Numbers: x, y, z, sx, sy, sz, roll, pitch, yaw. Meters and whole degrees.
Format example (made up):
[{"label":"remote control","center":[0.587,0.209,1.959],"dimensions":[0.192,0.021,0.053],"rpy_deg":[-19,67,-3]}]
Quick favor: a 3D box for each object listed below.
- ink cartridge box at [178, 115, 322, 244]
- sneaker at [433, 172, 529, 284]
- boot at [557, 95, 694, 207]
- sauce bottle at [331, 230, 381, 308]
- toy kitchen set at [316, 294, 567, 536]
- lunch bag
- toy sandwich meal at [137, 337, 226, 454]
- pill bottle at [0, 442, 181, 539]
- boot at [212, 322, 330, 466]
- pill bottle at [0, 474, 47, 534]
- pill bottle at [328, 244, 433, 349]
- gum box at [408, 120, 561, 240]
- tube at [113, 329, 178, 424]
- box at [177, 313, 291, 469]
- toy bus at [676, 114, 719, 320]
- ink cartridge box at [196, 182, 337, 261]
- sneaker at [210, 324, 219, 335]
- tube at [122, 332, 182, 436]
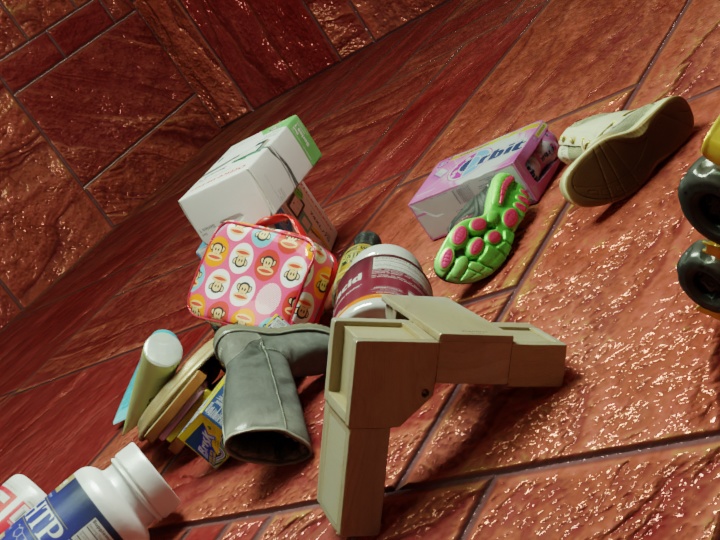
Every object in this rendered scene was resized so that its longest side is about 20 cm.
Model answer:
[{"label":"ink cartridge box","center":[-0.166,-0.139,1.672],"dimensions":[0.145,0.085,0.200],"rpy_deg":[-22,20,30]},{"label":"sneaker","center":[0.145,-0.040,1.348],"dimensions":[0.084,0.077,0.200],"rpy_deg":[-43,3,47]},{"label":"boot","center":[0.282,-0.136,1.313],"dimensions":[0.199,0.072,0.154],"rpy_deg":[-36,16,-21]},{"label":"sauce bottle","center":[0.000,0.000,1.506],"dimensions":[0.066,0.066,0.200],"rpy_deg":[-30,19,16]},{"label":"toy kitchen set","center":[0.059,0.127,1.031],"dimensions":[0.198,0.182,0.163],"rpy_deg":[2,11,-17]},{"label":"lunch bag","center":[-0.134,0.006,1.516],"dimensions":[0.199,0.082,0.178],"rpy_deg":[16,83,36]},{"label":"toy sandwich meal","center":[-0.217,0.170,1.461],"dimensions":[0.205,0.070,0.205],"rpy_deg":[-49,-3,-4]},{"label":"pill bottle","center":[-0.304,0.290,1.216],"dimensions":[0.200,0.120,0.120],"rpy_deg":[-40,17,-15]},{"label":"boot","center":[-0.081,0.138,1.249],"dimensions":[0.180,0.073,0.200],"rpy_deg":[-1,25,-18]},{"label":"pill bottle","center":[-0.462,0.358,1.352],"dimensions":[0.200,0.113,0.112],"rpy_deg":[-44,18,-27]},{"label":"pill bottle","center":[0.026,0.049,1.234],"dimensions":[0.114,0.115,0.200],"rpy_deg":[-31,17,14]},{"label":"gum box","center":[0.175,-0.124,1.496],"dimensions":[0.199,0.066,0.114],"rpy_deg":[-19,24,43]},{"label":"tube","center":[-0.338,0.169,1.755],"dimensions":[0.077,0.050,0.201],"rpy_deg":[-33,21,23]},{"label":"box","center":[-0.140,0.146,1.355],"dimensions":[0.070,0.064,0.200],"rpy_deg":[-46,5,42]},{"label":"toy bus","center":[0.343,-0.030,0.790],"dimensions":[0.191,0.201,0.136],"rpy_deg":[31,62,33]},{"label":"ink cartridge box","center":[-0.146,-0.046,1.777],"dimensions":[0.145,0.147,0.200],"rpy_deg":[-28,18,19]},{"label":"sneaker","center":[-0.163,0.072,1.595],"dimensions":[0.199,0.082,0.077],"rpy_deg":[-14,26,46]},{"label":"tube","center":[-0.278,0.154,1.467],"dimensions":[0.200,0.057,0.052],"rpy_deg":[120,145,-51]}]
